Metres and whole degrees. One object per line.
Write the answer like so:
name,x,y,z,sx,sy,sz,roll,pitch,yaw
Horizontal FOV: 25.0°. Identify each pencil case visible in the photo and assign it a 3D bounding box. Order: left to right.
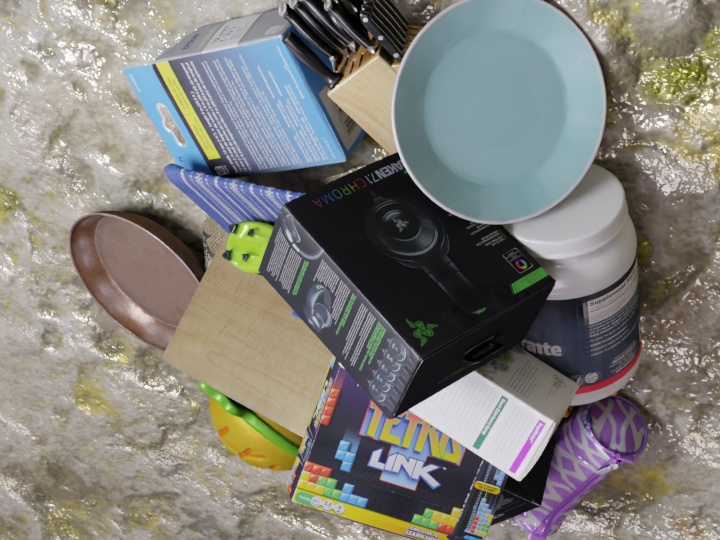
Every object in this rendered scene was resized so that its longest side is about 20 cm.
pencil case,0.227,0.208,1.713,0.083,0.086,0.200,3,146,-25

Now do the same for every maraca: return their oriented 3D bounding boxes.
maraca,-0.119,0.155,1.802,0.200,0.107,0.137,37,-179,-40

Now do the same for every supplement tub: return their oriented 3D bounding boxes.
supplement tub,0.191,0.013,1.514,0.139,0.141,0.201,7,132,21

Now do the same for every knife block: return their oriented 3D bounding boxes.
knife block,0.010,-0.169,1.474,0.174,0.064,0.201,7,133,7

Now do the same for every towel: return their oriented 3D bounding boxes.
towel,-0.082,-0.057,1.585,0.199,0.024,0.145,13,162,32

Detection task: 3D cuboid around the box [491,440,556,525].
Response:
box,0.099,0.209,1.728,0.140,0.079,0.200,22,156,-13

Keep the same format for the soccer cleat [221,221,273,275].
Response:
soccer cleat,-0.049,-0.006,1.547,0.081,0.068,0.199,12,-173,-44

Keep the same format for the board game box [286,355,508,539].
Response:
board game box,0.048,0.171,1.579,0.199,0.057,0.166,18,97,-11

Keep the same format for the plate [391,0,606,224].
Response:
plate,0.119,-0.141,1.413,0.200,0.200,0.026,47,175,-18

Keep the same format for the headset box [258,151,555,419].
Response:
headset box,0.044,0.010,1.412,0.200,0.174,0.093,49,142,21

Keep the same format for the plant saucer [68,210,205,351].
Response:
plant saucer,-0.232,0.008,1.778,0.199,0.035,0.201,25,143,21

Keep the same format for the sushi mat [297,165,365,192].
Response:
sushi mat,0.000,0.000,1.623,0.095,0.012,0.201,-16,92,37

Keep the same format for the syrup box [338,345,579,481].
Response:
syrup box,0.091,0.097,1.484,0.199,0.079,0.082,33,123,8

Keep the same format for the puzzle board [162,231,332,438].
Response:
puzzle board,-0.092,0.065,1.649,0.199,0.151,0.017,25,176,27

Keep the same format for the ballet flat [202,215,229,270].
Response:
ballet flat,-0.121,0.034,1.737,0.067,0.075,0.201,-6,126,31

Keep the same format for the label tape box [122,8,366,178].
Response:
label tape box,-0.110,-0.166,1.560,0.199,0.066,0.144,-5,127,36

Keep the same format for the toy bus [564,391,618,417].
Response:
toy bus,0.162,0.098,1.650,0.199,0.078,0.065,7,132,22
